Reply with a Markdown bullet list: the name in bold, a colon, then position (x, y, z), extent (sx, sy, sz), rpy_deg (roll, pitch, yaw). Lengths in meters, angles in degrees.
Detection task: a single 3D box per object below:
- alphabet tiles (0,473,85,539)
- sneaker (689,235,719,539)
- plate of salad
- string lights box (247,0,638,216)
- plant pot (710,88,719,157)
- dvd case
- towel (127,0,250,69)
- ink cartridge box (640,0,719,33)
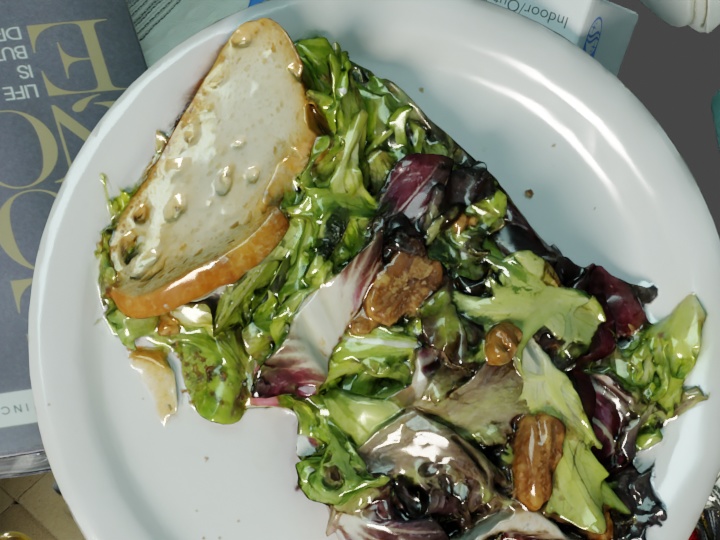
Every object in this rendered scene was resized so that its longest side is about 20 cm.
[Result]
- **alphabet tiles**: position (-0.052, 0.042, 0.943), extent (0.200, 0.006, 0.166), rpy_deg (-42, 63, -16)
- **sneaker**: position (0.083, 0.069, 0.864), extent (0.082, 0.078, 0.200), rpy_deg (14, 63, 15)
- **plate of salad**: position (0.011, 0.018, 0.784), extent (0.200, 0.048, 0.200), rpy_deg (2, 82, -13)
- **string lights box**: position (0.000, 0.000, 0.869), extent (0.103, 0.059, 0.200), rpy_deg (20, 96, 18)
- **plant pot**: position (0.211, -0.045, 0.838), extent (0.200, 0.141, 0.141), rpy_deg (-29, 32, 19)
- **dvd case**: position (-0.126, -0.024, 0.838), extent (0.149, 0.016, 0.200), rpy_deg (-8, 54, -17)
- **towel**: position (-0.081, -0.116, 0.982), extent (0.193, 0.035, 0.200), rpy_deg (18, 59, 43)
- **ink cartridge box**: position (0.126, -0.191, 0.909), extent (0.200, 0.088, 0.145), rpy_deg (-40, 63, -15)
